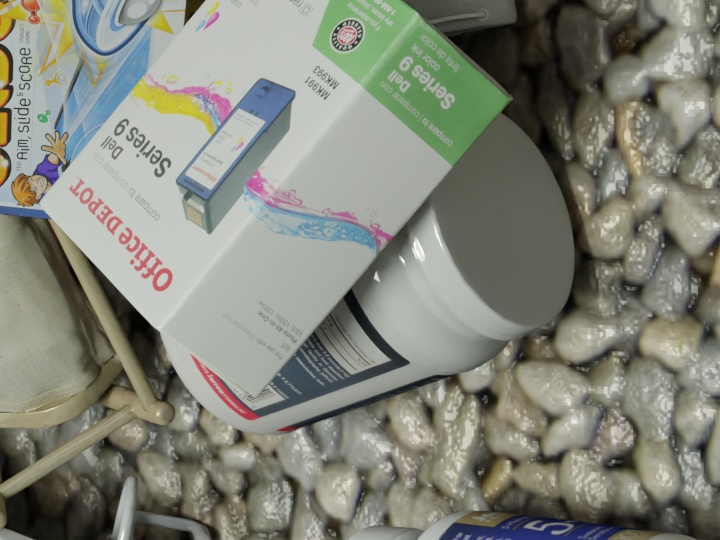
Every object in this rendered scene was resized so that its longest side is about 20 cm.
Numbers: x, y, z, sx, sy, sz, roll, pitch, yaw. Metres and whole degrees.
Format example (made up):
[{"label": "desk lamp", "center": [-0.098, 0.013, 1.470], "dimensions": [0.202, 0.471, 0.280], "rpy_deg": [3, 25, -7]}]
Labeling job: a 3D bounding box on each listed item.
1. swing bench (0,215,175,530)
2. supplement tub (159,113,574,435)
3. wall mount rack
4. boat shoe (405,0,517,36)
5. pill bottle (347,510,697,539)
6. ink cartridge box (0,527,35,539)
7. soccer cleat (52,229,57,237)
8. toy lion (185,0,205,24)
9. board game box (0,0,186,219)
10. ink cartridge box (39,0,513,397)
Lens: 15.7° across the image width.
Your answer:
[{"label": "swing bench", "center": [-0.235, 0.008, 1.534], "dimensions": [0.200, 0.130, 0.199], "rpy_deg": [38, 155, 54]}, {"label": "supplement tub", "center": [0.000, 0.000, 1.405], "dimensions": [0.200, 0.140, 0.141], "rpy_deg": [-21, 83, 37]}, {"label": "wall mount rack", "center": [-0.125, 0.229, 1.520], "dimensions": [0.074, 0.174, 0.200], "rpy_deg": [12, 107, -8]}, {"label": "boat shoe", "center": [-0.010, -0.130, 1.424], "dimensions": [0.200, 0.072, 0.069], "rpy_deg": [-18, 90, 11]}, {"label": "pill bottle", "center": [0.083, 0.188, 1.378], "dimensions": [0.200, 0.120, 0.120], "rpy_deg": [3, 98, 36]}, {"label": "ink cartridge box", "center": [-0.244, 0.247, 1.508], "dimensions": [0.144, 0.085, 0.200], "rpy_deg": [16, 110, 23]}, {"label": "soccer cleat", "center": [-0.183, -0.062, 1.579], "dimensions": [0.200, 0.073, 0.068], "rpy_deg": [38, 116, 28]}, {"label": "toy lion", "center": [-0.106, -0.151, 1.517], "dimensions": [0.192, 0.069, 0.200], "rpy_deg": [37, 111, 20]}, {"label": "board game box", "center": [-0.162, -0.127, 1.394], "dimensions": [0.034, 0.135, 0.200], "rpy_deg": [-170, 85, -81]}, {"label": "ink cartridge box", "center": [-0.045, -0.059, 1.309], "dimensions": [0.200, 0.087, 0.145], "rpy_deg": [-51, 42, 4]}]
